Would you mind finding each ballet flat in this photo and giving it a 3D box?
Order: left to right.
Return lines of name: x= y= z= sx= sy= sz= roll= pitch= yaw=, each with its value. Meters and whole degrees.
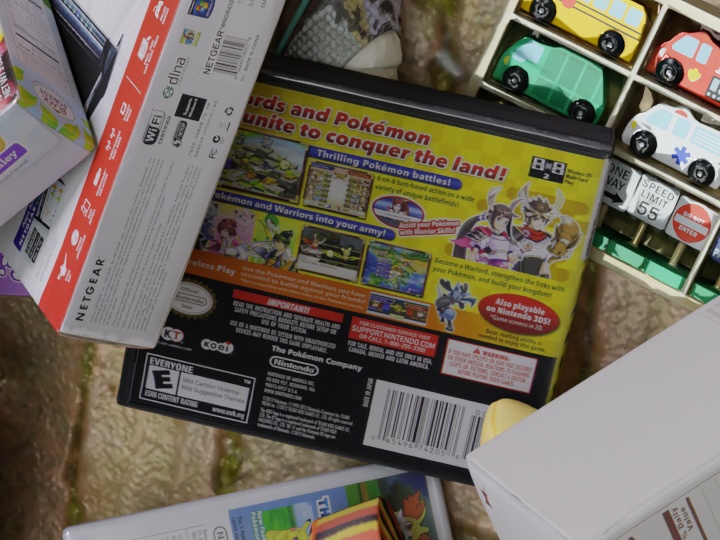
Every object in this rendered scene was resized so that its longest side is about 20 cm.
ballet flat: x=-0.021 y=-0.065 z=1.266 sx=0.072 sy=0.072 sz=0.201 roll=39 pitch=115 yaw=8

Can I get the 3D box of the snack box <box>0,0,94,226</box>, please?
snack box: x=-0.217 y=-0.051 z=1.196 sx=0.200 sy=0.053 sz=0.143 roll=-37 pitch=45 yaw=17

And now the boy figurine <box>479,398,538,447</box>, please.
boy figurine: x=0.120 y=0.142 z=1.240 sx=0.124 sy=0.064 sz=0.201 roll=-25 pitch=105 yaw=17

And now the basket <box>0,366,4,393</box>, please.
basket: x=-0.285 y=0.106 z=1.297 sx=0.199 sy=0.142 sz=0.150 roll=-3 pitch=75 yaw=40

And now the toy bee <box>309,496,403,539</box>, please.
toy bee: x=0.026 y=0.198 z=1.221 sx=0.131 sy=0.109 sz=0.200 roll=-41 pitch=80 yaw=6

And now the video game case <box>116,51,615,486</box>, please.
video game case: x=0.000 y=0.000 z=1.246 sx=0.199 sy=0.026 sz=0.182 roll=13 pitch=115 yaw=2

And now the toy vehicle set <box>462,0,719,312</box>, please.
toy vehicle set: x=0.144 y=-0.055 z=1.234 sx=0.199 sy=0.026 sz=0.125 roll=28 pitch=107 yaw=12

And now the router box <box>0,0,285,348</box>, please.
router box: x=-0.109 y=-0.095 z=1.198 sx=0.180 sy=0.049 sz=0.201 roll=46 pitch=120 yaw=53

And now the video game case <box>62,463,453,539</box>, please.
video game case: x=-0.033 y=0.201 z=1.291 sx=0.181 sy=0.022 sz=0.201 roll=-12 pitch=84 yaw=-2

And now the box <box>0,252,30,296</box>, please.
box: x=-0.210 y=-0.059 z=1.346 sx=0.199 sy=0.039 sz=0.138 roll=2 pitch=99 yaw=18

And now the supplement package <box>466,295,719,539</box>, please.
supplement package: x=0.167 y=0.089 z=1.145 sx=0.199 sy=0.117 sz=0.118 roll=-31 pitch=114 yaw=-11
